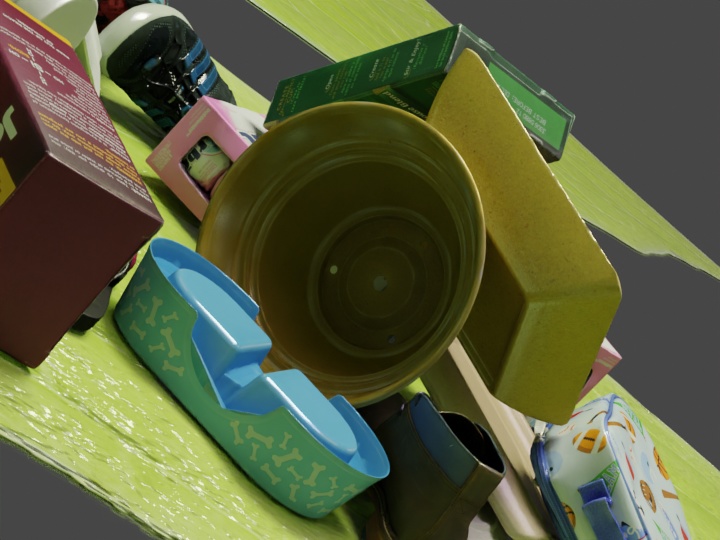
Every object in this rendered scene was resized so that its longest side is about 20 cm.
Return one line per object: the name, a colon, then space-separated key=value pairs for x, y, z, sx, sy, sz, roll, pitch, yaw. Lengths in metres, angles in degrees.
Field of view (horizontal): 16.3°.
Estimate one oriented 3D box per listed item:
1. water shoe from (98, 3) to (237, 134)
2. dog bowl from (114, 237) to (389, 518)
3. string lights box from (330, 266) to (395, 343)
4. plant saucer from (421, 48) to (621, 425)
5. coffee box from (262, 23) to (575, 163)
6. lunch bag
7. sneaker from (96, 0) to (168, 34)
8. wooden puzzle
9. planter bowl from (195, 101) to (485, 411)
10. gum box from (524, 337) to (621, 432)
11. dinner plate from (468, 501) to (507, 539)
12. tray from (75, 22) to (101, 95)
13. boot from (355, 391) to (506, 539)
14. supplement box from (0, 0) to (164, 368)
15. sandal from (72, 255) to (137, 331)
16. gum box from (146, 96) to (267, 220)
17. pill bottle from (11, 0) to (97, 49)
water shoe: x=-0.130 y=-0.135 z=1.876 sx=0.079 sy=0.071 sz=0.200 roll=51 pitch=5 yaw=25
dog bowl: x=-0.069 y=0.067 z=1.500 sx=0.200 sy=0.050 sz=0.111 roll=47 pitch=13 yaw=11
string lights box: x=0.007 y=0.014 z=1.792 sx=0.059 sy=0.103 sz=0.200 roll=49 pitch=14 yaw=18
plant saucer: x=0.084 y=-0.011 z=1.643 sx=0.200 sy=0.048 sz=0.200 roll=59 pitch=-21 yaw=22
coffee box: x=0.039 y=-0.104 z=1.753 sx=0.123 sy=0.044 sz=0.200 roll=35 pitch=-29 yaw=-32
lunch bag: x=0.180 y=0.184 z=1.732 sx=0.201 sy=0.075 sz=0.160 roll=65 pitch=14 yaw=-4
sneaker: x=-0.168 y=-0.227 z=1.932 sx=0.079 sy=0.096 sz=0.200 roll=20 pitch=-9 yaw=-7
wooden puzzle: x=0.087 y=0.115 z=1.774 sx=0.185 sy=0.037 sz=0.200 roll=61 pitch=10 yaw=12
planter bowl: x=0.000 y=0.000 z=1.607 sx=0.201 sy=0.200 sz=0.083 roll=50 pitch=8 yaw=26
gum box: x=0.107 y=0.043 z=1.988 sx=0.066 sy=0.114 sz=0.200 roll=28 pitch=19 yaw=-50
dinner plate: x=0.036 y=0.131 z=1.690 sx=0.200 sy=0.024 sz=0.200 roll=40 pitch=13 yaw=-11
tray: x=-0.219 y=-0.219 z=1.754 sx=0.107 sy=0.022 sz=0.200 roll=43 pitch=-27 yaw=34
boot: x=0.043 y=0.110 z=1.555 sx=0.075 sy=0.097 sz=0.200 roll=27 pitch=24 yaw=-25
supplement box: x=-0.197 y=-0.058 z=1.363 sx=0.086 sy=0.110 sz=0.200 roll=33 pitch=16 yaw=-38
sandal: x=-0.161 y=-0.020 z=1.504 sx=0.075 sy=0.045 sz=0.200 roll=40 pitch=13 yaw=-15
gum box: x=-0.065 y=-0.056 z=1.842 sx=0.114 sy=0.066 sz=0.200 roll=47 pitch=12 yaw=18
pill bottle: x=-0.270 y=-0.221 z=1.674 sx=0.200 sy=0.109 sz=0.109 roll=47 pitch=13 yaw=13
